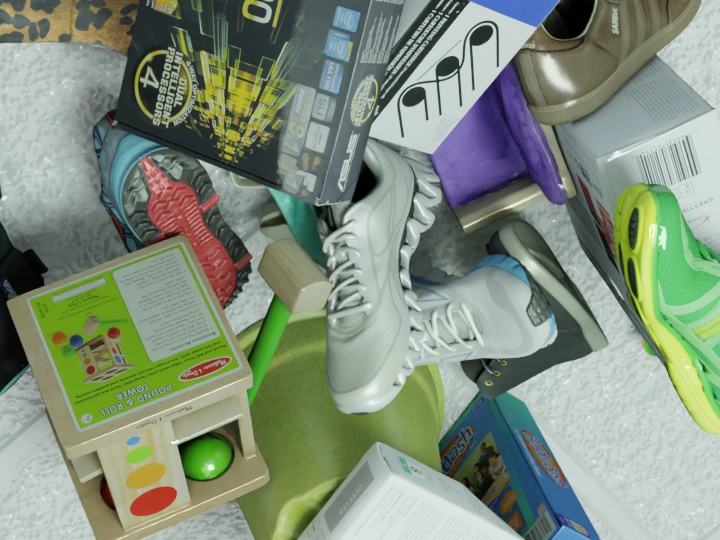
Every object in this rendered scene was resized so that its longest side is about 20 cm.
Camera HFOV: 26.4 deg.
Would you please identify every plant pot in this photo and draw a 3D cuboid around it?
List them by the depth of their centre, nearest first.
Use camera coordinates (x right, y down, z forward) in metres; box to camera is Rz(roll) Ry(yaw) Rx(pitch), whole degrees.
[{"bbox_3d":[-0.015,0.153,1.131,0.200,0.184,0.201,-5,116,-9],"label":"plant pot"}]

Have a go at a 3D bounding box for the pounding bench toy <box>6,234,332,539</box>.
[{"bbox_3d":[-0.111,0.075,1.034,0.200,0.124,0.156,-22,145,-13],"label":"pounding bench toy"}]

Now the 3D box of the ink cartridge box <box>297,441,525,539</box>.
[{"bbox_3d":[0.044,0.224,1.052,0.200,0.050,0.161,30,107,-27],"label":"ink cartridge box"}]

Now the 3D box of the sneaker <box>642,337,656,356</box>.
[{"bbox_3d":[0.317,0.028,1.196,0.199,0.084,0.074,-14,118,-4],"label":"sneaker"}]

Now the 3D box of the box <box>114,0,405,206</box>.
[{"bbox_3d":[-0.055,-0.158,0.917,0.161,0.049,0.201,22,106,24],"label":"box"}]

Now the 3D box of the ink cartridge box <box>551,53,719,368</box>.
[{"bbox_3d":[0.194,-0.057,1.063,0.084,0.200,0.176,-22,119,1],"label":"ink cartridge box"}]

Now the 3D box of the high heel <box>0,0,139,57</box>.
[{"bbox_3d":[-0.186,-0.137,1.011,0.142,0.071,0.200,-37,101,1],"label":"high heel"}]

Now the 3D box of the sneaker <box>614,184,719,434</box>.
[{"bbox_3d":[0.212,0.015,0.939,0.083,0.074,0.200,-25,128,12],"label":"sneaker"}]

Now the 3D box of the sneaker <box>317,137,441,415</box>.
[{"bbox_3d":[0.000,0.000,1.033,0.075,0.200,0.081,-12,146,31],"label":"sneaker"}]

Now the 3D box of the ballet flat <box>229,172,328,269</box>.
[{"bbox_3d":[-0.051,-0.063,1.094,0.070,0.067,0.200,-15,121,23],"label":"ballet flat"}]

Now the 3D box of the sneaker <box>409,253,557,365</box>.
[{"bbox_3d":[0.056,0.040,1.064,0.087,0.200,0.075,-31,102,-28],"label":"sneaker"}]

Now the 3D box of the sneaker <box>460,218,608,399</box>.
[{"bbox_3d":[0.111,0.039,1.127,0.106,0.075,0.200,-32,149,8],"label":"sneaker"}]

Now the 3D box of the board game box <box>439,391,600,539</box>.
[{"bbox_3d":[0.094,0.199,1.168,0.045,0.200,0.152,29,107,-24],"label":"board game box"}]

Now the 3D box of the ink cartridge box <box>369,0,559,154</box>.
[{"bbox_3d":[0.063,-0.163,0.930,0.094,0.044,0.200,11,128,-45],"label":"ink cartridge box"}]

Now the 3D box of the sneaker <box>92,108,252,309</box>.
[{"bbox_3d":[-0.135,-0.040,1.076,0.079,0.096,0.200,-29,144,-16],"label":"sneaker"}]

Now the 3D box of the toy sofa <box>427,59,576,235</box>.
[{"bbox_3d":[0.073,-0.126,1.063,0.083,0.098,0.200,-24,119,0],"label":"toy sofa"}]

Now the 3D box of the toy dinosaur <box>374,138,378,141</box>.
[{"bbox_3d":[-0.039,-0.155,1.035,0.060,0.106,0.200,-16,125,3],"label":"toy dinosaur"}]

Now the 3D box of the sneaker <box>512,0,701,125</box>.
[{"bbox_3d":[0.167,-0.178,1.021,0.200,0.070,0.076,-49,126,-37],"label":"sneaker"}]

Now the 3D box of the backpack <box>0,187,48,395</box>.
[{"bbox_3d":[-0.312,0.034,1.002,0.153,0.200,0.176,-11,120,17],"label":"backpack"}]
